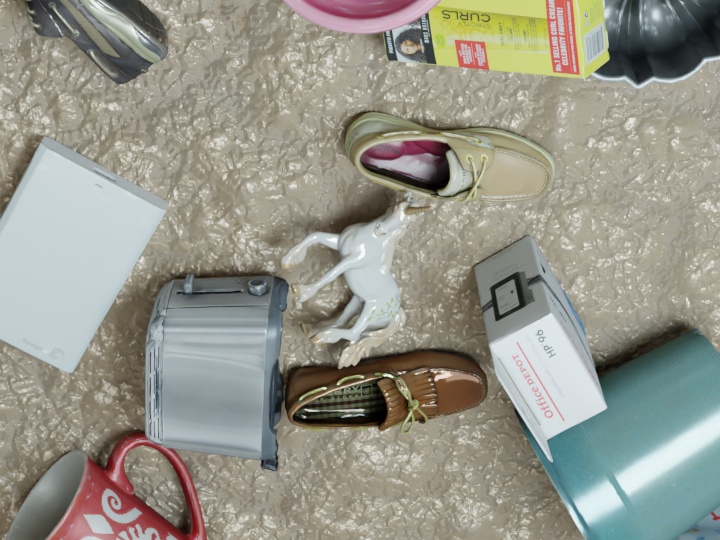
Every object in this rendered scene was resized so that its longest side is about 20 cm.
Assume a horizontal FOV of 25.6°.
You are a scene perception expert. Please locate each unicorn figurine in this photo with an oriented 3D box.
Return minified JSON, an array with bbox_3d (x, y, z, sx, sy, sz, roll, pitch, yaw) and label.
[{"bbox_3d":[0.000,0.000,1.479,0.136,0.074,0.201,-23,146,-7],"label":"unicorn figurine"}]

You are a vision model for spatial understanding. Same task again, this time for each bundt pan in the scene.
[{"bbox_3d":[0.242,-0.265,1.358,0.199,0.076,0.204,-1,117,-1],"label":"bundt pan"}]

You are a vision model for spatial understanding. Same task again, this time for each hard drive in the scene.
[{"bbox_3d":[-0.286,-0.012,1.503,0.131,0.026,0.201,28,112,-14],"label":"hard drive"}]

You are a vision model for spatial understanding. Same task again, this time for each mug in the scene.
[{"bbox_3d":[-0.227,0.278,1.593,0.200,0.134,0.177,40,111,-22],"label":"mug"}]

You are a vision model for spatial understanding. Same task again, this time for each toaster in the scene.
[{"bbox_3d":[-0.136,0.097,1.514,0.127,0.114,0.202,4,119,1],"label":"toaster"}]

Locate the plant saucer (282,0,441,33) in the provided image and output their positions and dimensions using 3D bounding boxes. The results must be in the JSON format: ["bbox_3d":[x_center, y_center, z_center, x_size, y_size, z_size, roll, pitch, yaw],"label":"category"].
[{"bbox_3d":[0.005,-0.298,1.319,0.198,0.051,0.204,1,95,16],"label":"plant saucer"}]

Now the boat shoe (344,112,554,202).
[{"bbox_3d":[0.082,-0.092,1.447,0.197,0.067,0.075,7,117,-5],"label":"boat shoe"}]

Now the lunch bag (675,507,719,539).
[{"bbox_3d":[0.363,0.295,1.571,0.158,0.200,0.084,3,110,-5],"label":"lunch bag"}]

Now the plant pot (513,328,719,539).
[{"bbox_3d":[0.280,0.169,1.520,0.195,0.201,0.201,-32,113,6],"label":"plant pot"}]

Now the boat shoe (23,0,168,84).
[{"bbox_3d":[-0.257,-0.233,1.367,0.200,0.075,0.073,41,109,-17],"label":"boat shoe"}]

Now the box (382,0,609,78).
[{"bbox_3d":[0.110,-0.210,1.341,0.198,0.050,0.076,11,123,34],"label":"box"}]

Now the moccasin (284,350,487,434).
[{"bbox_3d":[0.026,0.122,1.544,0.198,0.078,0.075,0,117,-6],"label":"moccasin"}]

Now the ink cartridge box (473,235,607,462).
[{"bbox_3d":[0.165,0.069,1.454,0.067,0.201,0.117,-28,114,13],"label":"ink cartridge box"}]
